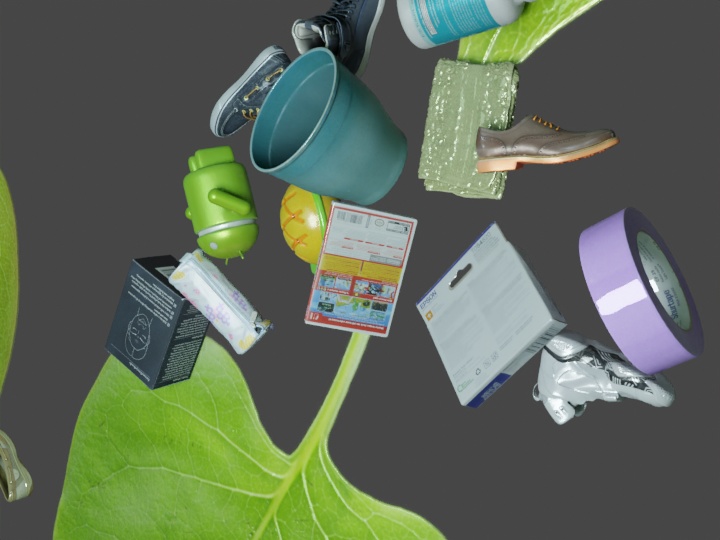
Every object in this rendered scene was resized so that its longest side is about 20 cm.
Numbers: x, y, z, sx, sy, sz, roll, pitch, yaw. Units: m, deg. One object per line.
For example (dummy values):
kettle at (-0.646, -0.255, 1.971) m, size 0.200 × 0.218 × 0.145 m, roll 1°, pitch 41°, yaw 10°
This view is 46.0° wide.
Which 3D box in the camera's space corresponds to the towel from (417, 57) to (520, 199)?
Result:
towel at (0.162, -0.212, 1.270) m, size 0.147 × 0.036 × 0.204 m, roll 13°, pitch 103°, yaw 32°

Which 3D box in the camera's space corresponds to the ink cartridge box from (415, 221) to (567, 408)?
ink cartridge box at (0.187, 0.065, 1.262) m, size 0.200 × 0.040 × 0.202 m, roll -48°, pitch 45°, yaw 28°

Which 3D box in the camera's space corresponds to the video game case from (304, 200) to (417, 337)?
video game case at (0.000, 0.000, 1.354) m, size 0.017 × 0.141 × 0.203 m, roll -124°, pitch 46°, yaw -69°

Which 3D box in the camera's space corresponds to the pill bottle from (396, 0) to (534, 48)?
pill bottle at (0.158, -0.394, 1.208) m, size 0.197 × 0.110 × 0.113 m, roll -7°, pitch 91°, yaw 34°

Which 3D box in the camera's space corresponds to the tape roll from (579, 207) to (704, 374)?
tape roll at (0.355, 0.025, 1.069) m, size 0.065 × 0.199 × 0.203 m, roll -29°, pitch 80°, yaw 30°

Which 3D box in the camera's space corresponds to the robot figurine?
robot figurine at (-0.245, -0.113, 1.499) m, size 0.175 × 0.114 × 0.203 m, roll -16°, pitch 88°, yaw 60°

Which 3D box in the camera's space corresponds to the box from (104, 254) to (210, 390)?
box at (-0.378, 0.097, 1.615) m, size 0.148 × 0.107 × 0.202 m, roll 34°, pitch 111°, yaw 25°

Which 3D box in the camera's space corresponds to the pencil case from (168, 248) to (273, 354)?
pencil case at (-0.247, 0.056, 1.502) m, size 0.083 × 0.091 × 0.200 m, roll -44°, pitch 90°, yaw -10°

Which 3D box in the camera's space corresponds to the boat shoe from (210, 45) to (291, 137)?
boat shoe at (-0.180, -0.284, 1.465) m, size 0.200 × 0.070 × 0.091 m, roll -46°, pitch 67°, yaw 26°

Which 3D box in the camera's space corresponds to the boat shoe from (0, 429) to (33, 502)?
boat shoe at (-0.840, 0.450, 1.983) m, size 0.201 × 0.063 × 0.073 m, roll 51°, pitch 118°, yaw 18°

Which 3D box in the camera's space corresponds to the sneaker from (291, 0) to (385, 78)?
sneaker at (-0.033, -0.404, 1.314) m, size 0.076 × 0.145 × 0.206 m, roll 16°, pitch 102°, yaw 32°

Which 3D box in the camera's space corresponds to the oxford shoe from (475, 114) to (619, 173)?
oxford shoe at (0.255, -0.182, 1.174) m, size 0.197 × 0.071 × 0.074 m, roll -6°, pitch 94°, yaw 16°

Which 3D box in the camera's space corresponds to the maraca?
maraca at (-0.074, -0.061, 1.399) m, size 0.137 × 0.105 × 0.203 m, roll -145°, pitch 44°, yaw -70°

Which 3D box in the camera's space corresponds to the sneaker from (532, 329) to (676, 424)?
sneaker at (0.330, 0.167, 1.178) m, size 0.198 × 0.075 × 0.117 m, roll 26°, pitch 109°, yaw 34°

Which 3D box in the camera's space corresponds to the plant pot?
plant pot at (-0.035, -0.200, 1.290) m, size 0.199 × 0.187 × 0.203 m, roll -30°, pitch 46°, yaw 38°
